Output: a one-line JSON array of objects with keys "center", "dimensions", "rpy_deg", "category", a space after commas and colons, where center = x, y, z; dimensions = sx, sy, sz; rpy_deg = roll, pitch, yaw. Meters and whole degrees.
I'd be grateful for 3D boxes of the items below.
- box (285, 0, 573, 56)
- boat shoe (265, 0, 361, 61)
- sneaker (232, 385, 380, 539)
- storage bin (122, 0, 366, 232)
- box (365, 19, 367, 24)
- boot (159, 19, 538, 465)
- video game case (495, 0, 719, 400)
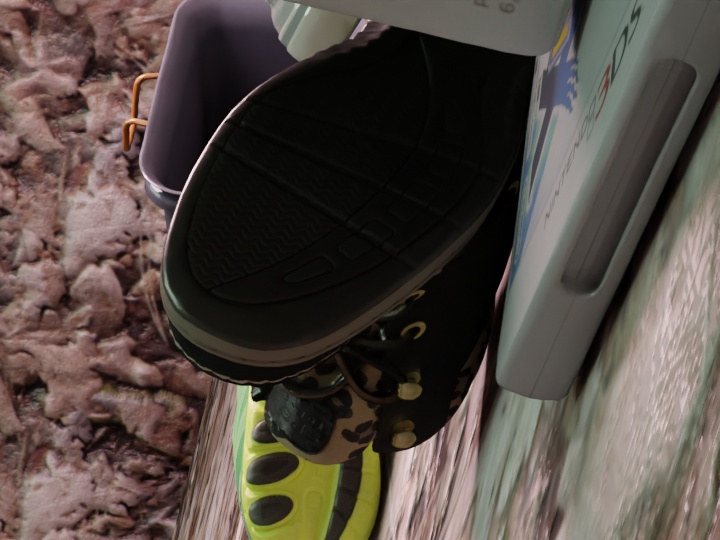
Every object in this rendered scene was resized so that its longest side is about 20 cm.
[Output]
[{"center": [-0.007, -0.196, 0.728], "dimensions": [0.199, 0.170, 0.201], "rpy_deg": [-84, 9, -58], "category": "box"}, {"center": [-0.005, -0.148, 0.887], "dimensions": [0.072, 0.068, 0.201], "rpy_deg": [127, 164, -56], "category": "boat shoe"}, {"center": [-0.021, 0.032, 1.167], "dimensions": [0.084, 0.074, 0.201], "rpy_deg": [121, 161, -64], "category": "sneaker"}, {"center": [-0.075, -0.061, 1.798], "dimensions": [0.201, 0.144, 0.135], "rpy_deg": [-82, -3, -48], "category": "storage bin"}, {"center": [0.033, -0.097, 1.021], "dimensions": [0.200, 0.050, 0.076], "rpy_deg": [110, 173, -61], "category": "box"}, {"center": [0.000, 0.000, 0.825], "dimensions": [0.200, 0.073, 0.151], "rpy_deg": [-56, -14, -44], "category": "boot"}, {"center": [0.072, -0.098, 0.706], "dimensions": [0.183, 0.022, 0.201], "rpy_deg": [109, 173, -53], "category": "video game case"}]
